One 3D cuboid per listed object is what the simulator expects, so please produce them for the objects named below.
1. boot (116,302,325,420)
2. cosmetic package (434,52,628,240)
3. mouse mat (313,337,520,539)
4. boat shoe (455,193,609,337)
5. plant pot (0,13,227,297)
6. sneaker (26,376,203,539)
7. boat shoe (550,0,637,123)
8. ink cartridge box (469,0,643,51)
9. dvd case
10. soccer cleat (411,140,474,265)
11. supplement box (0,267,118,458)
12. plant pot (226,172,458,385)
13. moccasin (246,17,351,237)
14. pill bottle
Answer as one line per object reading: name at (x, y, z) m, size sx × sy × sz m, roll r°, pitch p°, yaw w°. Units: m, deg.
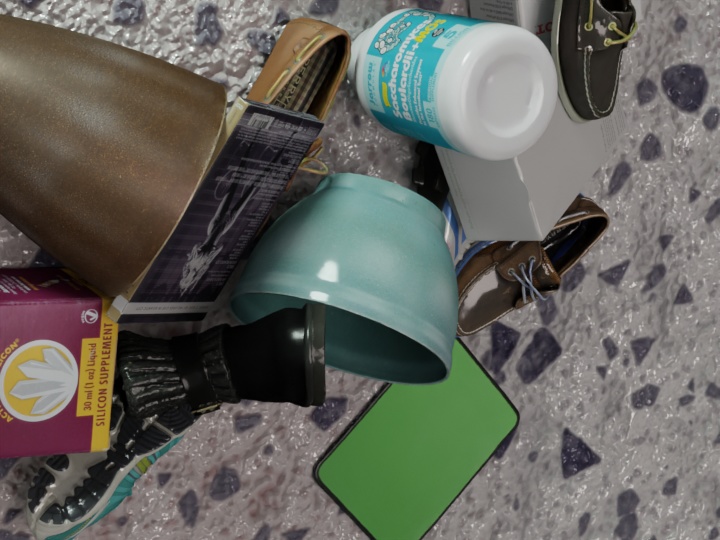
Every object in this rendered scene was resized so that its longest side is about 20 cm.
boot at (-0.113, 0.075, 1.308) m, size 0.157 × 0.211 × 0.080 m, roll -1°, pitch 80°, yaw -14°
cosmetic package at (0.160, -0.122, 1.495) m, size 0.200 × 0.084 × 0.108 m, roll -46°, pitch 126°, yaw -42°
mouse mat at (0.059, 0.170, 1.605) m, size 0.200 × 0.008 × 0.161 m, roll -48°, pitch 124°, yaw -13°
boat shoe at (0.156, -0.006, 1.577) m, size 0.200 × 0.072 × 0.072 m, roll -44°, pitch 122°, yaw -15°
plant pot at (-0.234, -0.107, 1.247) m, size 0.199 × 0.187 × 0.188 m, roll 29°, pitch 87°, yaw -21°
sneaker at (-0.207, 0.154, 1.399) m, size 0.200 × 0.077 × 0.080 m, roll -42°, pitch 161°, yaw -27°
boat shoe at (0.208, -0.228, 1.435) m, size 0.072 × 0.060 × 0.203 m, roll -18°, pitch 109°, yaw -47°
ink cartridge box at (0.171, -0.311, 1.491) m, size 0.144 × 0.084 × 0.201 m, roll -19°, pitch 113°, yaw -28°
dvd case at (-0.113, -0.044, 1.311) m, size 0.201 × 0.016 × 0.149 m, roll -58°, pitch 162°, yaw 11°
soccer cleat at (0.080, -0.030, 1.523) m, size 0.086 × 0.070 × 0.201 m, roll 9°, pitch 100°, yaw -39°
supplement box at (-0.299, 0.072, 1.286) m, size 0.199 × 0.103 × 0.132 m, roll -2°, pitch 106°, yaw -32°
plant pot at (0.000, 0.000, 1.418) m, size 0.200 × 0.200 × 0.135 m, roll 31°, pitch 68°, yaw -35°
moccasin at (-0.064, -0.116, 1.399) m, size 0.074 × 0.078 × 0.202 m, roll 33°, pitch 85°, yaw -36°
pill bottle at (0.068, -0.163, 1.397) m, size 0.110 × 0.200 × 0.112 m, roll -9°, pitch 108°, yaw -31°
